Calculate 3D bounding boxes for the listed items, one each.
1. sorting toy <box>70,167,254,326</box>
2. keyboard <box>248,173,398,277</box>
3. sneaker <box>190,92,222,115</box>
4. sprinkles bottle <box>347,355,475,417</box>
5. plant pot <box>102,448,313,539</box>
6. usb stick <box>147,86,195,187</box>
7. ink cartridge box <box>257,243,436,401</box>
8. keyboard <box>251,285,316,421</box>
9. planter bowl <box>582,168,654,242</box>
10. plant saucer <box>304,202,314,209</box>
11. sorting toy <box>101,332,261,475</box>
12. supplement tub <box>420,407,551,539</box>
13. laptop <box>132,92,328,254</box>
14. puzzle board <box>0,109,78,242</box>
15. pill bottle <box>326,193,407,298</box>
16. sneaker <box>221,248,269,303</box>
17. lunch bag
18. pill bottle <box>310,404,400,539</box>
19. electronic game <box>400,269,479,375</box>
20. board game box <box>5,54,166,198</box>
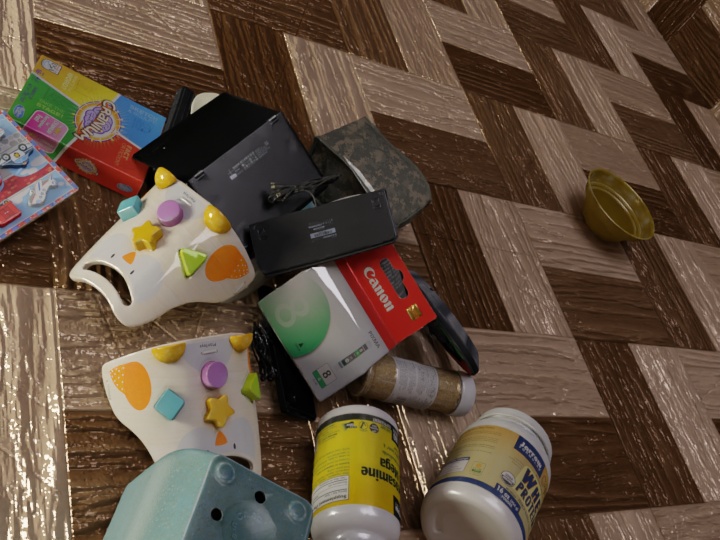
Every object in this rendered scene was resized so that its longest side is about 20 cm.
[{"bbox_3d":[-0.267,-0.018,1.063,0.198,0.108,0.180,34,60,22],"label":"sorting toy"},{"bbox_3d":[-0.056,-0.072,1.132,0.195,0.021,0.130,-14,75,-2],"label":"keyboard"},{"bbox_3d":[-0.236,-0.165,1.273,0.073,0.085,0.205,9,68,3],"label":"sneaker"},{"bbox_3d":[0.077,0.168,1.232,0.196,0.068,0.069,16,46,-29],"label":"sprinkles bottle"},{"bbox_3d":[-0.150,0.294,0.823,0.194,0.200,0.198,30,43,-13],"label":"plant pot"},{"bbox_3d":[-0.288,-0.205,1.271,0.032,0.056,0.203,24,43,-20],"label":"usb stick"},{"bbox_3d":[-0.017,0.056,1.135,0.163,0.198,0.050,57,7,-4],"label":"ink cartridge box"},{"bbox_3d":[-0.119,0.113,1.157,0.104,0.039,0.203,34,32,-49],"label":"keyboard"},{"bbox_3d":[0.567,-0.128,1.897,0.197,0.084,0.204,23,43,-23],"label":"planter bowl"},{"bbox_3d":[-0.145,-0.103,1.322,0.197,0.027,0.203,23,44,-24],"label":"plant saucer"},{"bbox_3d":[-0.185,0.178,1.004,0.197,0.106,0.185,-6,78,-43],"label":"sorting toy"},{"bbox_3d":[0.179,0.297,1.144,0.144,0.145,0.200,43,39,2],"label":"supplement tub"},{"bbox_3d":[-0.184,-0.143,1.198,0.187,0.115,0.202,-42,105,-29],"label":"laptop"},{"bbox_3d":[-0.472,-0.105,1.026,0.151,0.017,0.200,45,51,2],"label":"puzzle board"},{"bbox_3d":[0.000,0.000,1.216,0.114,0.112,0.204,-36,115,-50],"label":"pill bottle"},{"bbox_3d":[-0.171,-0.057,1.203,0.199,0.081,0.147,-35,79,-34],"label":"sneaker"},{"bbox_3d":[0.013,-0.145,1.422,0.200,0.118,0.163,44,38,10],"label":"lunch bag"},{"bbox_3d":[-0.005,0.280,1.029,0.111,0.113,0.203,22,44,-22],"label":"pill bottle"},{"bbox_3d":[0.116,0.079,1.285,0.201,0.041,0.200,53,-4,5],"label":"electronic game"},{"bbox_3d":[-0.391,-0.206,1.196,0.197,0.040,0.155,25,42,-20],"label":"board game box"}]
